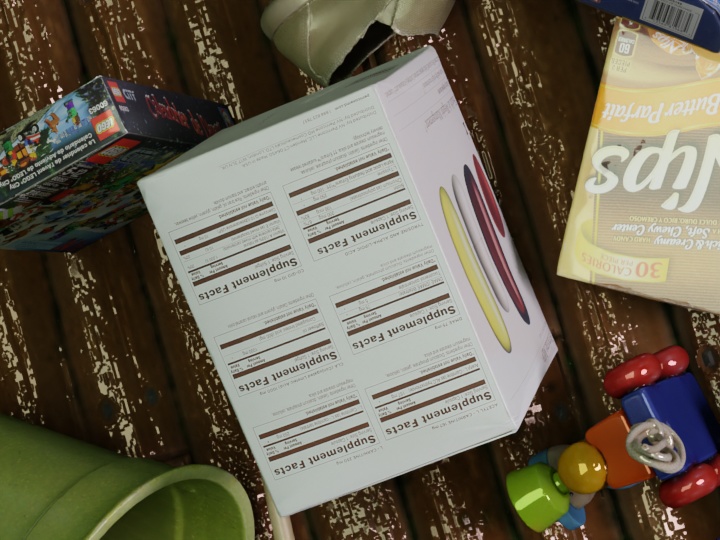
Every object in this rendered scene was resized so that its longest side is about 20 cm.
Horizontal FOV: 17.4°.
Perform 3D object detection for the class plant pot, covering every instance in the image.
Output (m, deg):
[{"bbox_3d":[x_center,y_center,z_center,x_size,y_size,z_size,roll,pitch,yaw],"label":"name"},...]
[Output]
[{"bbox_3d":[-0.199,0.169,1.413,0.190,0.200,0.200,26,97,29],"label":"plant pot"}]

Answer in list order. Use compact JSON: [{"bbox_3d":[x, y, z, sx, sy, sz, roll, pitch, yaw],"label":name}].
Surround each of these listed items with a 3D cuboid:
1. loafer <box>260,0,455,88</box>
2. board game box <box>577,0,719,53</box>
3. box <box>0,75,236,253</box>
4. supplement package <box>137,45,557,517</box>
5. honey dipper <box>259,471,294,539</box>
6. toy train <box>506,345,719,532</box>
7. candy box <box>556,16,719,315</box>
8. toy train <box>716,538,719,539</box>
[{"bbox_3d":[0.036,-0.174,1.396,0.200,0.076,0.068,-31,84,23],"label":"loafer"},{"bbox_3d":[0.145,-0.245,1.322,0.200,0.062,0.200,22,60,7],"label":"board game box"},{"bbox_3d":[-0.162,-0.058,1.385,0.136,0.200,0.038,-27,82,15],"label":"box"},{"bbox_3d":[0.000,0.000,1.324,0.147,0.191,0.200,-21,97,15],"label":"supplement package"},{"bbox_3d":[-0.053,0.141,1.438,0.038,0.038,0.200,-15,84,16],"label":"honey dipper"},{"bbox_3d":[0.130,0.107,1.301,0.116,0.200,0.085,-29,82,19],"label":"toy train"},{"bbox_3d":[0.194,-0.080,1.354,0.115,0.055,0.200,14,93,16],"label":"candy box"},{"bbox_3d":[0.240,0.258,1.324,0.200,0.085,0.116,44,112,12],"label":"toy train"}]
